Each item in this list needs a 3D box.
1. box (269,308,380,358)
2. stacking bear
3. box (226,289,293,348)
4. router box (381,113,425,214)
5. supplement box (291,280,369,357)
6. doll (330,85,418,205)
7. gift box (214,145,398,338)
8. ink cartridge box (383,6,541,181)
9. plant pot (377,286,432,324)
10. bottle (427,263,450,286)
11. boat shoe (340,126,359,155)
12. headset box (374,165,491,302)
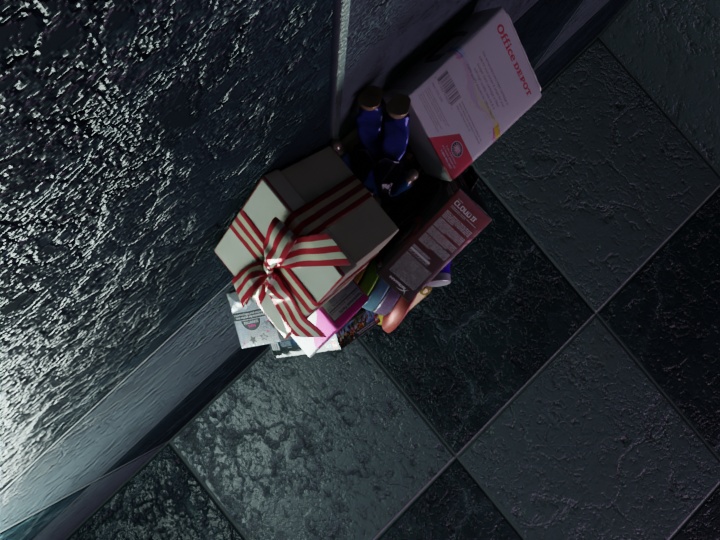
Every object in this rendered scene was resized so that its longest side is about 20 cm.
[{"bbox_3d":[-0.073,0.124,1.330,0.196,0.039,0.135,-13,-170,42],"label":"box"},{"bbox_3d":[0.000,0.000,1.129,0.124,0.196,0.114,-61,-175,-15],"label":"stacking bear"},{"bbox_3d":[-0.136,0.066,1.273,0.194,0.118,0.132,-13,-172,21],"label":"box"},{"bbox_3d":[0.057,-0.139,1.092,0.146,0.063,0.203,12,123,-31],"label":"router box"},{"bbox_3d":[-0.097,0.018,1.058,0.103,0.201,0.101,-37,176,-47],"label":"supplement box"},{"bbox_3d":[0.019,-0.158,0.922,0.203,0.132,0.049,97,14,-51],"label":"doll"},{"bbox_3d":[-0.066,-0.031,0.900,0.186,0.200,0.185,-36,169,-49],"label":"gift box"},{"bbox_3d":[0.149,-0.254,0.956,0.199,0.149,0.085,-42,-152,-13],"label":"ink cartridge box"},{"bbox_3d":[0.044,-0.003,1.393,0.193,0.197,0.200,-39,-141,-5],"label":"plant pot"},{"bbox_3d":[0.130,-0.077,1.172,0.063,0.207,0.084,-1,165,-11],"label":"bottle"},{"bbox_3d":[-0.016,-0.157,1.015,0.071,0.065,0.200,-39,175,-38],"label":"boat shoe"},{"bbox_3d":[0.110,-0.076,1.012,0.200,0.074,0.150,-45,-157,20],"label":"headset box"}]
